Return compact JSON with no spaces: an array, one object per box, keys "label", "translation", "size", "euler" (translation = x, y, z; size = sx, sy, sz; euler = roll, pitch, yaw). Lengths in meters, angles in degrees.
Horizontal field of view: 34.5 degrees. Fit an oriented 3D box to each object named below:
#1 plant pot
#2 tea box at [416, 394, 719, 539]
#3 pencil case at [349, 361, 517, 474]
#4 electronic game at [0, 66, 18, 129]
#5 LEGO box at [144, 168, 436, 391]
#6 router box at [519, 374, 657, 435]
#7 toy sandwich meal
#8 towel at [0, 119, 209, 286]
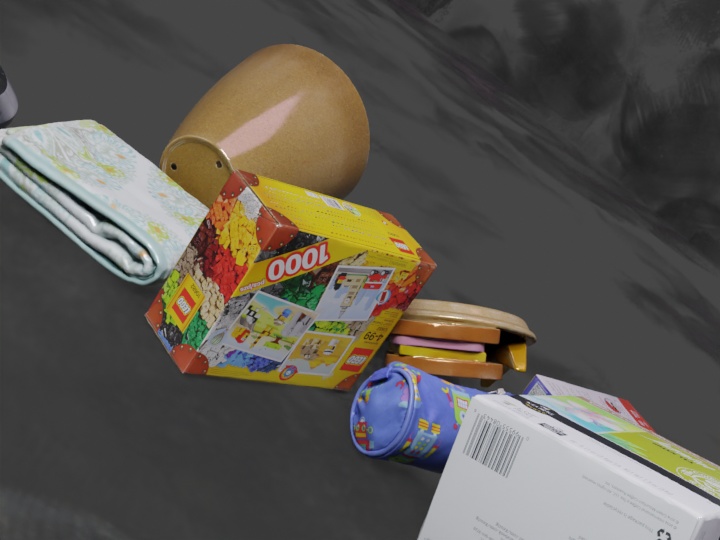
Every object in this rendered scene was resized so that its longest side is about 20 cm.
[{"label":"plant pot","translation":[-0.115,-0.122,1.195],"size":[0.186,0.187,0.200],"euler":[38,32,9]},{"label":"tea box","translation":[0.189,0.197,0.904],"size":[0.199,0.135,0.196],"euler":[26,9,35]},{"label":"pencil case","translation":[0.081,0.134,1.017],"size":[0.199,0.078,0.088],"euler":[18,60,-41]},{"label":"electronic game","translation":[-0.401,-0.189,1.036],"size":[0.199,0.042,0.200],"euler":[32,20,-13]},{"label":"LEGO box","translation":[-0.055,0.015,0.969],"size":[0.199,0.150,0.077],"euler":[12,29,-48]},{"label":"router box","translation":[0.280,0.208,1.234],"size":[0.178,0.049,0.200],"euler":[18,25,-41]},{"label":"toy sandwich meal","translation":[0.081,0.077,1.132],"size":[0.203,0.071,0.205],"euler":[7,-10,1]},{"label":"towel","translation":[-0.217,-0.065,1.045],"size":[0.199,0.048,0.171],"euler":[39,20,10]}]
